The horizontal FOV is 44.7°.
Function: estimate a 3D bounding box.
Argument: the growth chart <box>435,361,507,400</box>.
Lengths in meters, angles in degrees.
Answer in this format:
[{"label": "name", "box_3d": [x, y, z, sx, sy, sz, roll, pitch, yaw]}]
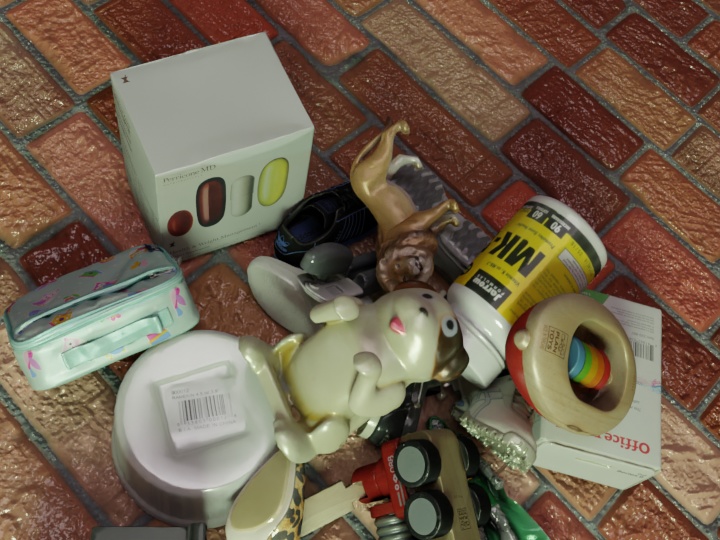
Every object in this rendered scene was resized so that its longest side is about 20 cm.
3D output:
[{"label": "growth chart", "box_3d": [0.164, 0.092, 1.074, 0.197, 0.018, 0.147, -1, 62, -10]}]

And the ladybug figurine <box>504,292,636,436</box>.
[{"label": "ladybug figurine", "box_3d": [0.211, 0.095, 0.895, 0.199, 0.071, 0.138, 30, 69, -39]}]

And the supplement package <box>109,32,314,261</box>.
[{"label": "supplement package", "box_3d": [-0.173, -0.138, 1.033, 0.189, 0.201, 0.148, -20, 67, -18]}]

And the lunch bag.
[{"label": "lunch bag", "box_3d": [-0.276, 0.044, 0.941, 0.198, 0.160, 0.078, -25, 112, -17]}]

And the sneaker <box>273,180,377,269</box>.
[{"label": "sneaker", "box_3d": [-0.025, -0.073, 1.093, 0.070, 0.078, 0.199, 43, 64, 15]}]

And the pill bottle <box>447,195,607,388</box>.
[{"label": "pill bottle", "box_3d": [0.168, 0.025, 0.966, 0.114, 0.114, 0.200, 41, 80, 13]}]

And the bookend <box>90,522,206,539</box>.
[{"label": "bookend", "box_3d": [-0.238, 0.296, 0.794, 0.195, 0.201, 0.093, 3, 61, -9]}]

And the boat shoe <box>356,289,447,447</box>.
[{"label": "boat shoe", "box_3d": [0.066, 0.116, 1.015, 0.067, 0.072, 0.202, 28, 68, -2]}]

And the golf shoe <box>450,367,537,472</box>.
[{"label": "golf shoe", "box_3d": [0.156, 0.146, 0.935, 0.078, 0.200, 0.097, 42, 89, -8]}]

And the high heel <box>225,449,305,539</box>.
[{"label": "high heel", "box_3d": [-0.073, 0.283, 0.875, 0.071, 0.143, 0.202, 0, 58, 35]}]

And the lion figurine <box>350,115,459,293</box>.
[{"label": "lion figurine", "box_3d": [0.037, -0.075, 1.014, 0.121, 0.073, 0.201, -29, 72, -7]}]

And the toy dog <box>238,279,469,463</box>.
[{"label": "toy dog", "box_3d": [0.012, 0.097, 0.880, 0.198, 0.194, 0.141, -32, 54, 11]}]

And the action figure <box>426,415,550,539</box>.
[{"label": "action figure", "box_3d": [0.123, 0.250, 0.966, 0.117, 0.055, 0.201, -22, 64, -16]}]

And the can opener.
[{"label": "can opener", "box_3d": [0.000, 0.000, 1.018, 0.052, 0.067, 0.199, 39, 25, 22]}]

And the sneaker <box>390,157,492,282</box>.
[{"label": "sneaker", "box_3d": [0.081, -0.054, 1.090, 0.074, 0.082, 0.201, -27, 69, -33]}]

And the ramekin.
[{"label": "ramekin", "box_3d": [-0.169, 0.163, 0.934, 0.197, 0.098, 0.203, 4, 62, -7]}]

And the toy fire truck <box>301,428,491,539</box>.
[{"label": "toy fire truck", "box_3d": [0.024, 0.273, 0.910, 0.128, 0.199, 0.179, 7, 65, -49]}]

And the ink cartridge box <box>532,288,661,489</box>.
[{"label": "ink cartridge box", "box_3d": [0.266, 0.133, 1.014, 0.143, 0.088, 0.202, 15, 59, -7]}]

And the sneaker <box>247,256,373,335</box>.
[{"label": "sneaker", "box_3d": [-0.040, 0.035, 1.048, 0.198, 0.076, 0.089, 33, 49, 1]}]
